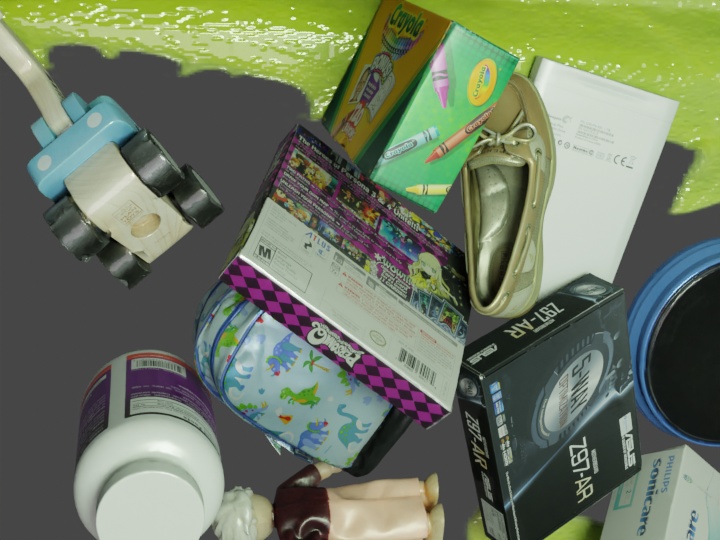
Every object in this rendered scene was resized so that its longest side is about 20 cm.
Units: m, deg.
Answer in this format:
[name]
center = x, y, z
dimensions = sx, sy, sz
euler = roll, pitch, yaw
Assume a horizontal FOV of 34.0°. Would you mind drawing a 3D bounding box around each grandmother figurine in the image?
[grandmother figurine]
center = -0.030, 0.214, 1.016
dimensions = 0.198, 0.122, 0.061
euler = 1, 121, -7

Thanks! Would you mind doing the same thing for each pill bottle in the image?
[pill bottle]
center = -0.165, 0.146, 0.919
dimensions = 0.111, 0.200, 0.114
euler = -3, 108, -10

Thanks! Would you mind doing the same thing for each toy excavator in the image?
[toy excavator]
center = -0.220, -0.108, 0.889
dimensions = 0.100, 0.200, 0.194
euler = -40, 152, 2

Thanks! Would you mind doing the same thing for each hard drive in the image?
[hard drive]
center = 0.179, -0.068, 1.013
dimensions = 0.131, 0.027, 0.202
euler = 14, 104, -15

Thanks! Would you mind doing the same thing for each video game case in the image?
[video game case]
center = 0.000, 0.000, 0.914
dimensions = 0.199, 0.182, 0.036
euler = 36, 127, -15

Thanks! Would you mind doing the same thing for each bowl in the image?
[bowl]
center = 0.337, 0.069, 1.082
dimensions = 0.198, 0.039, 0.203
euler = -3, 108, -10

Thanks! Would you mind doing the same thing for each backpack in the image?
[backpack]
center = -0.042, 0.071, 0.964
dimensions = 0.199, 0.154, 0.164
euler = 35, 104, -7

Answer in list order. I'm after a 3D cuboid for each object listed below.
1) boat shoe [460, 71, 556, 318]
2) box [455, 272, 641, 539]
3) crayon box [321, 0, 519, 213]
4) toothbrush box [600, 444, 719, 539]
[boat shoe]
center = 0.113, -0.064, 0.949
dimensions = 0.073, 0.063, 0.203
euler = 3, 87, 25
[box]
center = 0.165, 0.126, 1.018
dimensions = 0.159, 0.043, 0.202
euler = -27, 122, -24
[crayon box]
center = 0.037, -0.130, 0.872
dimensions = 0.058, 0.200, 0.119
euler = 25, 101, -18
[toothbrush box]
center = 0.316, 0.279, 1.081
dimensions = 0.200, 0.085, 0.147
euler = 39, 53, -21
